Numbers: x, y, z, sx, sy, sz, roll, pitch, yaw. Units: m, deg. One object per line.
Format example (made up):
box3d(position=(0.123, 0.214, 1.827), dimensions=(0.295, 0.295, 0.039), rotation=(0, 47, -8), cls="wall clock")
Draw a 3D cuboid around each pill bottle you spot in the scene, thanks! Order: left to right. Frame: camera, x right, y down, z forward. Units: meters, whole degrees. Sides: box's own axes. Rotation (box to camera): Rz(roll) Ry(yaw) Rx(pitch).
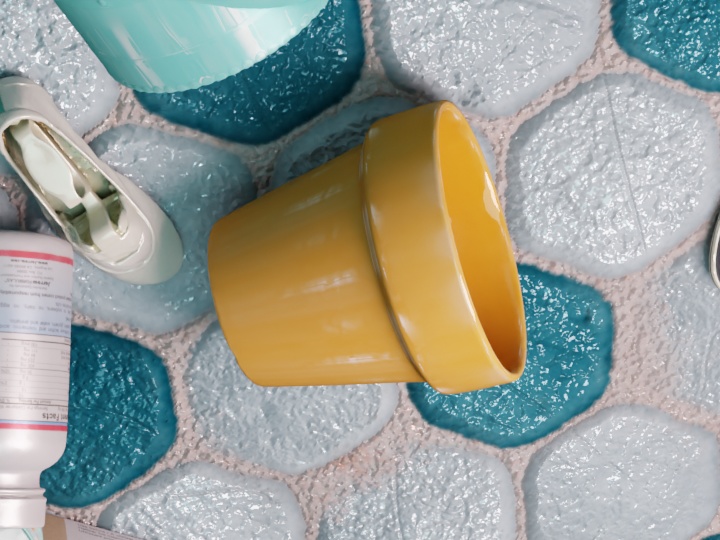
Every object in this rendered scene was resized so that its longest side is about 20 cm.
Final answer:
box3d(position=(-0.254, 0.075, 1.367), dimensions=(0.109, 0.109, 0.200), rotation=(3, 85, -14), cls="pill bottle")

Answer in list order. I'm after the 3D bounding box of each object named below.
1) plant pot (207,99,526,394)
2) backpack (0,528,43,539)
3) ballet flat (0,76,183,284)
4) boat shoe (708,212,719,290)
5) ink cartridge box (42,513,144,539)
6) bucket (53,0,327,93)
box3d(position=(0.000, 0.000, 1.394), dimensions=(0.183, 0.200, 0.200), rotation=(-14, 122, 15), cls="plant pot")
box3d(position=(-0.332, 0.183, 1.451), dimensions=(0.200, 0.127, 0.167), rotation=(30, 106, -28), cls="backpack")
box3d(position=(-0.194, -0.049, 1.385), dimensions=(0.069, 0.069, 0.200), rotation=(-34, 120, 8), cls="ballet flat")
box3d(position=(0.333, -0.057, 1.495), dimensions=(0.075, 0.062, 0.200), rotation=(26, 112, -25), cls="boat shoe")
box3d(position=(-0.192, 0.296, 1.573), dimensions=(0.200, 0.075, 0.165), rotation=(19, 112, -20), cls="ink cartridge box")
box3d(position=(-0.112, -0.218, 1.234), dimensions=(0.207, 0.207, 0.135), rotation=(-28, 128, 4), cls="bucket")
